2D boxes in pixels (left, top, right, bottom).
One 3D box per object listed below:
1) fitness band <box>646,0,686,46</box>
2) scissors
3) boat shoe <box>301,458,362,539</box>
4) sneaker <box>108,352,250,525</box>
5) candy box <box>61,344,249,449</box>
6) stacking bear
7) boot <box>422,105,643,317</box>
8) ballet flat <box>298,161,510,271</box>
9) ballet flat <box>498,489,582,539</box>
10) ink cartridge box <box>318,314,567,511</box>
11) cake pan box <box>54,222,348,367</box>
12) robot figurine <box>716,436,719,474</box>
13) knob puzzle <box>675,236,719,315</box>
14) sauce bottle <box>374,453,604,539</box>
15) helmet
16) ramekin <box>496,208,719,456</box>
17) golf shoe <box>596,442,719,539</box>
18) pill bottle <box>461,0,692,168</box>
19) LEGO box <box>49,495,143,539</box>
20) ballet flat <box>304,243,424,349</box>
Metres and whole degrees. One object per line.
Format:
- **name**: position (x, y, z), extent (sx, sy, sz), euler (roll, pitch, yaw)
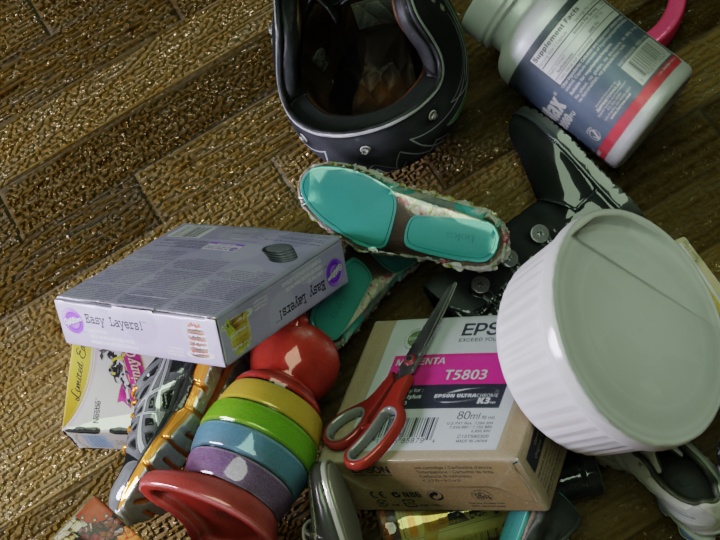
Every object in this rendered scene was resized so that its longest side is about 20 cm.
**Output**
- **fitness band**: position (0.231, -0.286, 1.813), extent (0.143, 0.037, 0.200), euler (-40, 67, -9)
- **scissors**: position (0.043, 0.090, 1.577), extent (0.200, 0.014, 0.073), euler (-48, 36, -19)
- **boat shoe**: position (-0.020, 0.259, 1.562), extent (0.057, 0.067, 0.201), euler (-15, 105, 12)
- **sneaker**: position (-0.170, 0.129, 1.619), extent (0.077, 0.078, 0.201), euler (19, 71, 28)
- **candy box**: position (-0.166, 0.094, 1.697), extent (0.198, 0.061, 0.137), euler (0, 68, 8)
- **stacking bear**: position (-0.083, 0.133, 1.584), extent (0.113, 0.122, 0.201), euler (1, 54, 40)
- **boot**: position (0.136, -0.037, 1.713), extent (0.200, 0.066, 0.165), euler (-43, 66, -5)
- **ballet flat**: position (0.040, -0.043, 1.652), extent (0.199, 0.064, 0.076), euler (21, 93, 11)
- **ballet flat**: position (0.128, 0.279, 1.566), extent (0.068, 0.068, 0.201), euler (26, 100, -16)
- **ink cartridge box**: position (0.084, 0.121, 1.585), extent (0.199, 0.075, 0.165), euler (-5, 46, 31)
- **cake pan box**: position (-0.142, 0.016, 1.622), extent (0.199, 0.053, 0.184), euler (5, 24, 34)
- **robot figurine**: position (0.384, 0.132, 1.555), extent (0.150, 0.125, 0.200), euler (43, 53, 11)
- **knob puzzle**: position (0.232, 0.057, 1.628), extent (0.218, 0.031, 0.221), euler (-14, 42, 13)
- **sauce bottle**: position (0.113, 0.202, 1.613), extent (0.199, 0.066, 0.066), euler (-18, 66, -1)
- **helmet**: position (0.011, -0.189, 1.718), extent (0.199, 0.200, 0.192), euler (-12, 103, 3)
- **ramekin**: position (0.199, 0.058, 1.504), extent (0.201, 0.094, 0.204), euler (17, 61, -33)
- **golf shoe**: position (0.249, 0.148, 1.599), extent (0.200, 0.097, 0.078), euler (40, 79, 22)
- **pill bottle**: position (0.197, -0.201, 1.716), extent (0.200, 0.120, 0.120), euler (40, 77, 7)
- **LEGO box**: position (-0.176, 0.288, 1.543), extent (0.149, 0.200, 0.077), euler (39, 77, 21)
- **ballet flat**: position (0.000, 0.000, 1.706), extent (0.076, 0.064, 0.200), euler (50, 62, -8)
